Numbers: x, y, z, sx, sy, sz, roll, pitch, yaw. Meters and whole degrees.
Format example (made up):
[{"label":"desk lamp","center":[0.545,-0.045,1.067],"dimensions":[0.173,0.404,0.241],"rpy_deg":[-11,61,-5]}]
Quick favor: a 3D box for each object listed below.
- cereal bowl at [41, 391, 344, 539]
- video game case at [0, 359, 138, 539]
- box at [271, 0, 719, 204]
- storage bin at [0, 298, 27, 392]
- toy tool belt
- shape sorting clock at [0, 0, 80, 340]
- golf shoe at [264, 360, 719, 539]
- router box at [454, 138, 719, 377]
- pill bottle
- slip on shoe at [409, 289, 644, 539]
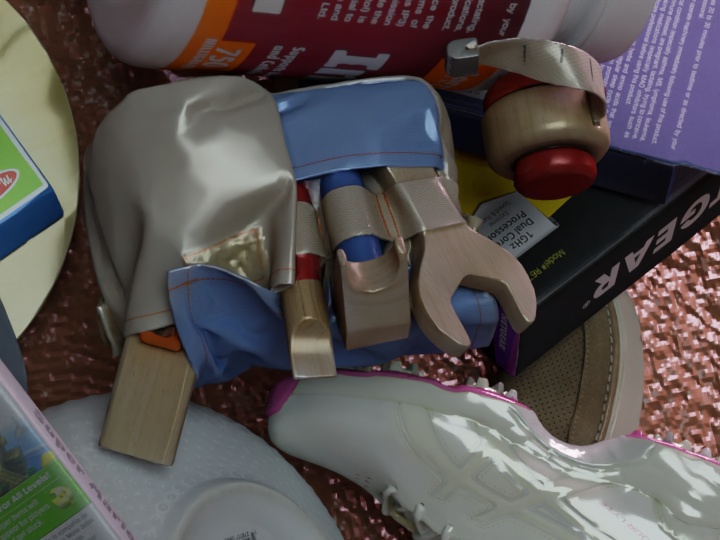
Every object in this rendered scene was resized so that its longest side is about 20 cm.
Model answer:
[{"label":"cereal bowl","center":[-0.062,0.134,0.776],"dimensions":[0.199,0.083,0.202],"rpy_deg":[26,52,-38]},{"label":"video game case","center":[-0.144,0.103,0.673],"dimensions":[0.143,0.018,0.201],"rpy_deg":[-34,103,8]},{"label":"box","center":[0.075,-0.097,0.876],"dimensions":[0.198,0.033,0.122],"rpy_deg":[15,58,9]},{"label":"storage bin","center":[-0.225,-0.011,0.760],"dimensions":[0.134,0.145,0.201],"rpy_deg":[-27,82,16]},{"label":"toy tool belt","center":[0.000,0.000,0.769],"dimensions":[0.198,0.125,0.124],"rpy_deg":[-8,70,-3]},{"label":"shape sorting clock","center":[-0.210,-0.037,0.846],"dimensions":[0.198,0.039,0.202],"rpy_deg":[2,77,-7]},{"label":"golf shoe","center":[0.053,0.094,0.807],"dimensions":[0.198,0.075,0.092],"rpy_deg":[16,73,9]},{"label":"router box","center":[0.086,-0.068,0.909],"dimensions":[0.199,0.051,0.149],"rpy_deg":[-36,63,-23]},{"label":"pill bottle","center":[0.007,-0.124,0.784],"dimensions":[0.198,0.113,0.114],"rpy_deg":[2,75,-26]},{"label":"slip on shoe","center":[0.058,0.085,0.877],"dimensions":[0.060,0.076,0.201],"rpy_deg":[28,75,-31]}]
